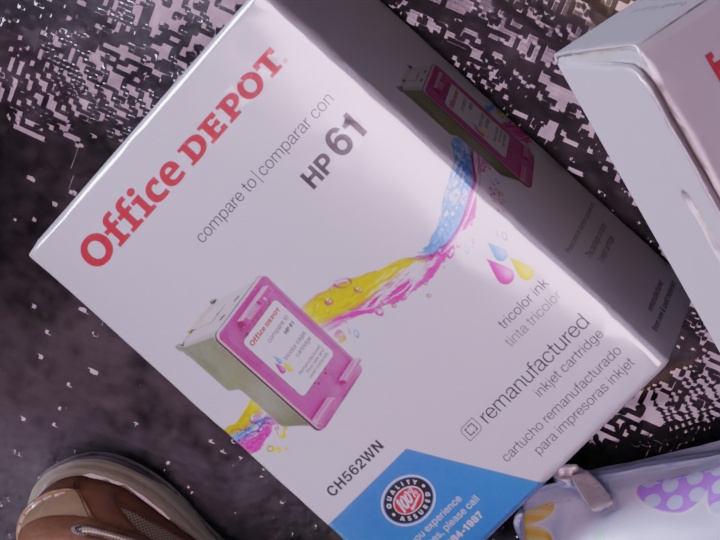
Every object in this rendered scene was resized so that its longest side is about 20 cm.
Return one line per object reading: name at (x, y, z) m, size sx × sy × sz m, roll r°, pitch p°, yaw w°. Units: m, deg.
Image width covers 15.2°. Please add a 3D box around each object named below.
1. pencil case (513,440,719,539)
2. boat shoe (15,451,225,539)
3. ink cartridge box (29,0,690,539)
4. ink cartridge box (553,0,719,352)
pencil case at (0.158, 0.092, 0.998) m, size 0.200 × 0.083 × 0.091 m, roll -18°, pitch 90°, yaw 20°
boat shoe at (-0.055, 0.152, 1.077) m, size 0.200 × 0.072 × 0.076 m, roll 31°, pitch 114°, yaw 1°
ink cartridge box at (0.000, 0.000, 1.003) m, size 0.200 × 0.085 × 0.145 m, roll 42°, pitch 114°, yaw -2°
ink cartridge box at (0.187, -0.062, 0.886) m, size 0.200 × 0.084 × 0.145 m, roll -33°, pitch 100°, yaw -11°
